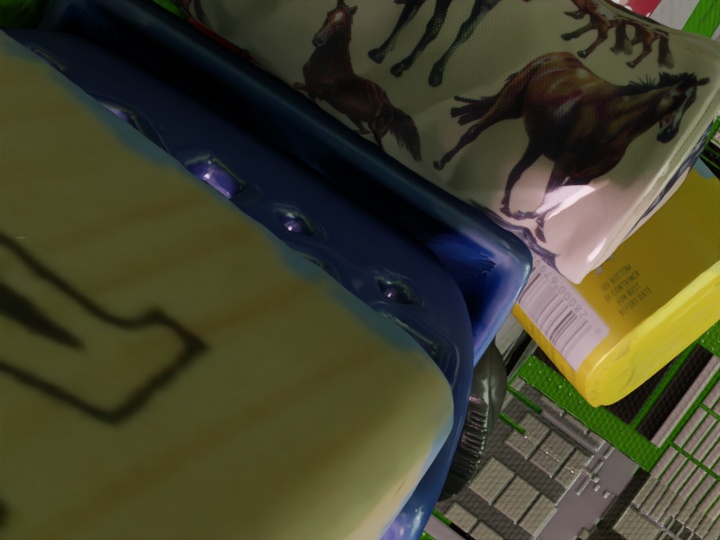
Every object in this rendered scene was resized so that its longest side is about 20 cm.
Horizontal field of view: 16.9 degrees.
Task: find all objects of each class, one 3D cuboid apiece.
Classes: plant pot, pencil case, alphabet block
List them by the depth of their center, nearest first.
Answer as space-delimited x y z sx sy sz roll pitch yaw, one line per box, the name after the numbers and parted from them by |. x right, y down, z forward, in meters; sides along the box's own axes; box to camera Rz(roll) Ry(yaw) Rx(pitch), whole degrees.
-0.129 0.072 0.535 0.195 0.196 0.200 -60 170 30 | alphabet block
0.020 -0.080 0.719 0.089 0.200 0.078 -58 170 21 | pencil case
-0.073 0.037 0.736 0.200 0.200 0.180 -59 177 35 | plant pot

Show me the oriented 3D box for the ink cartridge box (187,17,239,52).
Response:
0.019 -0.154 0.962 0.200 0.050 0.161 -55 172 -1 | ink cartridge box

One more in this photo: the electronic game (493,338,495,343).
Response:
0.000 0.000 1.081 0.042 0.200 0.200 -11 -159 36 | electronic game

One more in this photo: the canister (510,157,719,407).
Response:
0.046 -0.054 0.837 0.087 0.200 0.149 -39 169 -1 | canister

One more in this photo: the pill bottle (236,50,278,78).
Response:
-0.038 -0.023 0.935 0.200 0.112 0.112 -42 166 -48 | pill bottle

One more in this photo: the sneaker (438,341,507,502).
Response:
0.011 0.046 0.936 0.091 0.076 0.200 -57 -174 -24 | sneaker

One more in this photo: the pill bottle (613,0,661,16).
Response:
0.095 -0.158 1.138 0.200 0.113 0.113 -54 172 2 | pill bottle
